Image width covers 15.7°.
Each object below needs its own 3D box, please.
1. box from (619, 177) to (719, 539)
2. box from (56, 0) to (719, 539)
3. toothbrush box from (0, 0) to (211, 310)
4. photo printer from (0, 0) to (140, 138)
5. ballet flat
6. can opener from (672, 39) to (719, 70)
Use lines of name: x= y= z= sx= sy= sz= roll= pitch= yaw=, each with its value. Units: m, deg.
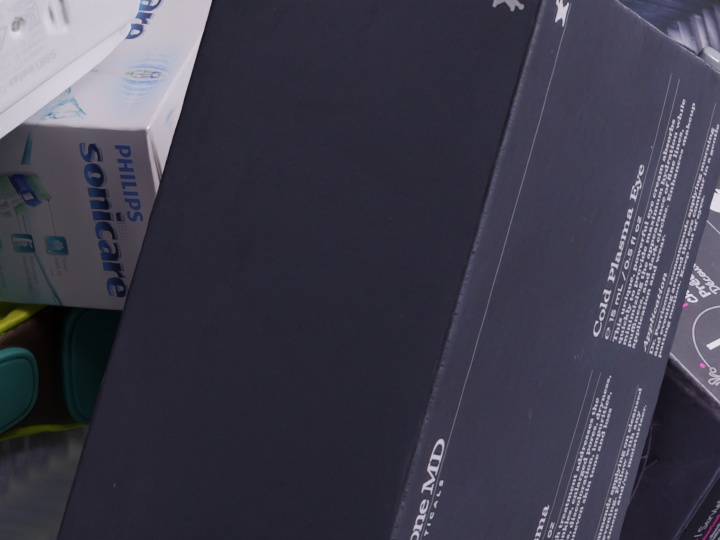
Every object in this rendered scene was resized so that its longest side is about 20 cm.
box: x=0.087 y=0.063 z=0.959 sx=0.115 sy=0.200 sz=0.132 roll=-21 pitch=59 yaw=-43
box: x=0.019 y=0.009 z=0.792 sx=0.104 sy=0.201 sz=0.182 roll=15 pitch=-2 yaw=25
toothbrush box: x=-0.143 y=-0.064 z=0.997 sx=0.199 sy=0.086 sz=0.147 roll=5 pitch=37 yaw=16
photo printer: x=-0.202 y=-0.096 z=0.921 sx=0.199 sy=0.070 sz=0.166 roll=22 pitch=48 yaw=34
ballet flat: x=-0.129 y=0.030 z=0.989 sx=0.199 sy=0.067 sz=0.067 roll=-16 pitch=34 yaw=-37
can opener: x=0.132 y=-0.091 z=1.251 sx=0.200 sy=0.064 sz=0.079 roll=33 pitch=17 yaw=9
